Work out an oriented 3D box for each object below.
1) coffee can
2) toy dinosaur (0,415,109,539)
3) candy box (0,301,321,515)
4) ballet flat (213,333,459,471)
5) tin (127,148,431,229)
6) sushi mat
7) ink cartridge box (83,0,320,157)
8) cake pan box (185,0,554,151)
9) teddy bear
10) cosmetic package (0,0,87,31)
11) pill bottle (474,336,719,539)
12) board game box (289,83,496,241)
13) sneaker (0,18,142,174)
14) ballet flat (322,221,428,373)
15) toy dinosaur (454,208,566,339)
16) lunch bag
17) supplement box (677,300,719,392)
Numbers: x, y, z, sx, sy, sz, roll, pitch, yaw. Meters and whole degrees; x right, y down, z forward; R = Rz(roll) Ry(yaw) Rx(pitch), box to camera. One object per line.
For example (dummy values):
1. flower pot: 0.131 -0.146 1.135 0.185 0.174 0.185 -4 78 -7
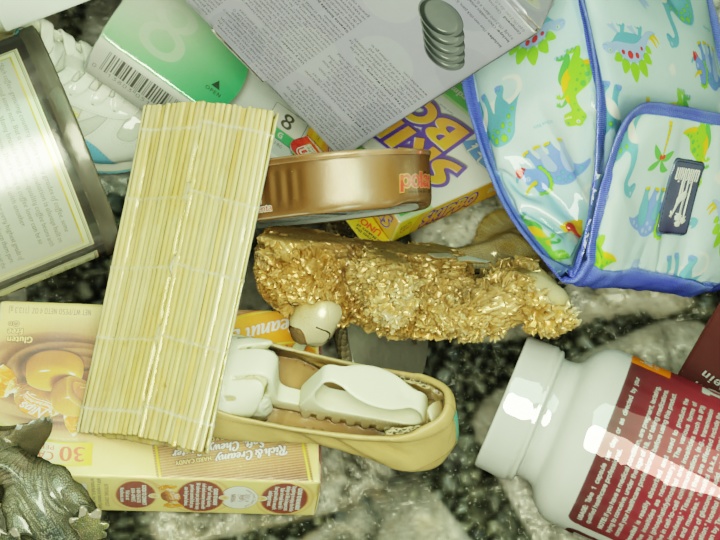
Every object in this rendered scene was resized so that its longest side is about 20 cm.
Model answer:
1. coffee can: -0.261 -0.043 1.051 0.198 0.147 0.147 -22 64 -10
2. toy dinosaur: -0.163 0.156 0.974 0.076 0.102 0.201 -27 109 0
3. candy box: -0.123 0.084 1.063 0.198 0.055 0.116 3 60 -6
4. ballet flat: -0.037 0.066 1.016 0.198 0.063 0.069 10 59 -3
5. tin: -0.049 -0.046 1.061 0.198 0.112 0.042 -5 93 30
6. sushi mat: -0.105 0.001 1.005 0.095 0.012 0.202 7 82 33
7. ink cartridge box: -0.074 -0.166 1.184 0.160 0.050 0.201 34 55 -11
8. cake pan box: -0.014 -0.180 1.028 0.200 0.184 0.052 44 44 -15
9. teddy bear: 0.033 0.019 1.036 0.198 0.145 0.068 5 98 -15
10. cosmetic package: -0.147 -0.237 1.154 0.198 0.052 0.151 -20 30 5
11. pill bottle: 0.176 0.117 1.048 0.198 0.113 0.114 23 59 6
12. board game box: 0.055 -0.086 1.159 0.199 0.030 0.096 -26 66 -32
13. sneaker: -0.200 -0.121 1.159 0.198 0.081 0.077 6 57 -6
14. ballet flat: 0.000 0.000 1.140 0.067 0.046 0.202 8 61 -35
15. toy dinosaur: 0.104 -0.007 1.156 0.198 0.059 0.101 -13 47 -24
16. lunch bag: 0.162 -0.085 1.103 0.169 0.127 0.202 3 73 -46
17. supplement box: 0.323 0.041 1.060 0.197 0.201 0.133 35 62 13
